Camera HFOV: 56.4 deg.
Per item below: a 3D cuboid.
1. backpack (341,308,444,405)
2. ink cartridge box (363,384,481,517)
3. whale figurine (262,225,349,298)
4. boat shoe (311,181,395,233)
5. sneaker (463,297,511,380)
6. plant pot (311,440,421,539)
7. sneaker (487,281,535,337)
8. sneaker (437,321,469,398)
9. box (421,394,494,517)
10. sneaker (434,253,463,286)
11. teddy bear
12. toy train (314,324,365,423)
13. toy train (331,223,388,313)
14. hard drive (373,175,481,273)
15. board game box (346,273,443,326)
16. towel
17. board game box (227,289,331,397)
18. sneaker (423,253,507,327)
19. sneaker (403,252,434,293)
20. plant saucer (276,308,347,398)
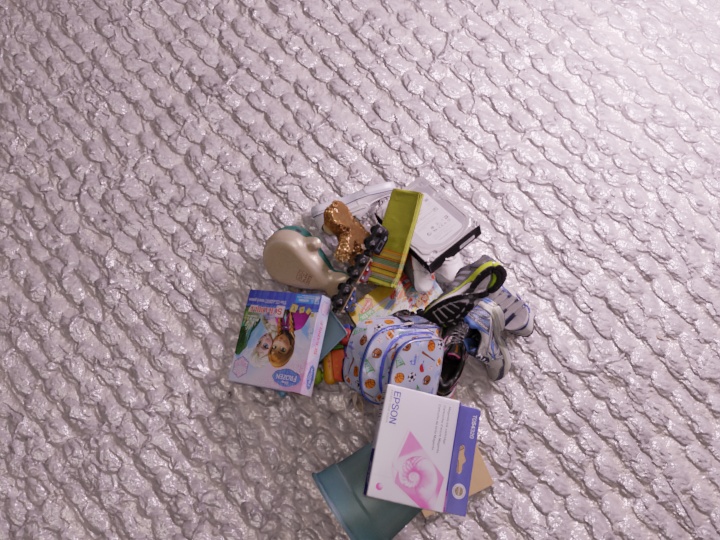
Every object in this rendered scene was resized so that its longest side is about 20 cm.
[{"bbox_3d":[0.063,0.181,1.324,0.187,0.153,0.204,3,95,-28],"label":"backpack"},{"bbox_3d":[0.119,0.325,1.212,0.196,0.043,0.200,13,74,-6],"label":"ink cartridge box"},{"bbox_3d":[-0.110,-0.018,1.446,0.198,0.160,0.104,28,37,3],"label":"whale figurine"},{"bbox_3d":[-0.010,-0.139,1.504,0.197,0.074,0.068,-19,90,6],"label":"boat shoe"},{"bbox_3d":[0.248,0.151,1.369,0.084,0.202,0.077,-29,33,-18],"label":"sneaker"},{"bbox_3d":[0.041,0.415,1.285,0.195,0.201,0.201,-34,77,-9],"label":"plant pot"},{"bbox_3d":[0.307,0.075,1.432,0.080,0.115,0.201,-38,46,9],"label":"sneaker"},{"bbox_3d":[0.197,0.171,1.395,0.079,0.087,0.203,14,64,2],"label":"sneaker"},{"bbox_3d":[0.159,0.378,1.384,0.161,0.021,0.203,-24,77,-4],"label":"box"},{"bbox_3d":[0.174,-0.062,1.454,0.077,0.100,0.203,-19,76,-14],"label":"sneaker"},{"bbox_3d":[-0.017,-0.055,1.435,0.066,0.199,0.147,-23,41,36],"label":"teddy bear"},{"bbox_3d":[-0.056,0.221,1.402,0.114,0.085,0.204,-8,75,10],"label":"toy train"},{"bbox_3d":[0.000,0.000,1.370,0.034,0.045,0.202,36,97,53],"label":"toy train"},{"bbox_3d":[0.136,-0.101,1.397,0.139,0.038,0.200,-36,51,-8],"label":"hard drive"},{"bbox_3d":[0.085,0.085,1.454,0.198,0.034,0.135,-34,78,-8],"label":"board game box"},{"bbox_3d":[0.067,-0.068,1.372,0.085,0.018,0.203,14,86,40],"label":"towel"},{"bbox_3d":[-0.168,0.146,1.393,0.197,0.041,0.203,2,73,33],"label":"board game box"},{"bbox_3d":[0.213,0.043,1.407,0.199,0.081,0.074,-36,115,12],"label":"sneaker"},{"bbox_3d":[0.099,-0.025,1.443,0.081,0.077,0.202,-34,47,26],"label":"sneaker"},{"bbox_3d":[-0.110,0.173,1.389,0.200,0.019,0.070,-45,64,9],"label":"plant saucer"}]
